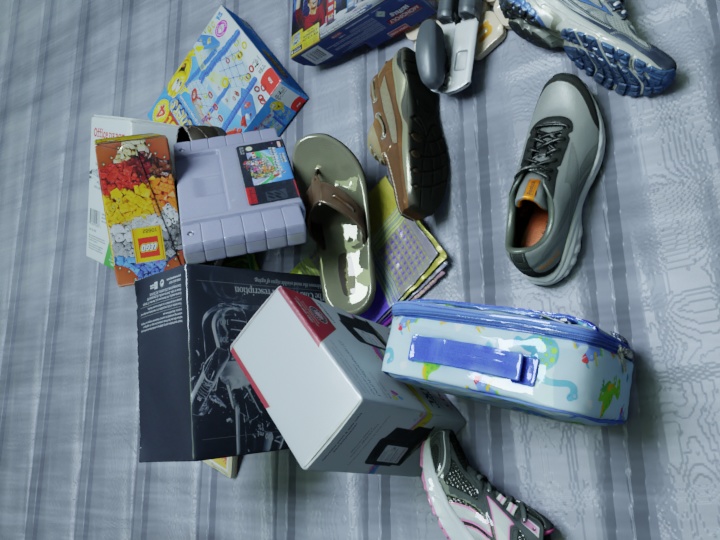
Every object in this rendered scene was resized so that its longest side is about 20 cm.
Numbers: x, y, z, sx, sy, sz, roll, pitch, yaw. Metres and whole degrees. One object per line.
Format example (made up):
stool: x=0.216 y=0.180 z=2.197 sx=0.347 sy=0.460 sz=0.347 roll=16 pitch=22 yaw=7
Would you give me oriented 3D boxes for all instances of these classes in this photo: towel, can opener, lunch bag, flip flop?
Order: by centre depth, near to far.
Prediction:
lunch bag: x=0.126 y=0.078 z=0.636 sx=0.197 sy=0.159 sz=0.085 roll=6 pitch=81 yaw=38
flip flop: x=-0.029 y=-0.051 z=0.790 sx=0.079 sy=0.057 sz=0.205 roll=-11 pitch=84 yaw=15
can opener: x=0.100 y=-0.291 z=0.793 sx=0.052 sy=0.066 sz=0.205 roll=2 pitch=82 yaw=38
towel: x=0.000 y=0.000 z=0.839 sx=0.199 sy=0.023 sz=0.145 roll=-42 pitch=58 yaw=21

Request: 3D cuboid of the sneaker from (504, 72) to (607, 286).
sneaker: x=0.180 y=-0.091 z=0.692 sx=0.073 sy=0.079 sz=0.205 roll=4 pitch=80 yaw=39

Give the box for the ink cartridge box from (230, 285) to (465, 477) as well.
ink cartridge box: x=-0.007 y=0.111 z=0.705 sx=0.083 sy=0.199 sz=0.146 roll=-49 pitch=55 yaw=12

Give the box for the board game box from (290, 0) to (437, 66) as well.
board game box: x=0.001 y=-0.375 z=0.903 sx=0.197 sy=0.061 sz=0.205 roll=-15 pitch=67 yaw=43

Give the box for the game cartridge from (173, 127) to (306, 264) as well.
game cartridge: x=-0.132 y=-0.089 z=0.788 sx=0.127 sy=0.039 sz=0.202 roll=-14 pitch=41 yaw=-7

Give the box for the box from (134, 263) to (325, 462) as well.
box: x=-0.127 y=0.099 z=0.781 sx=0.103 sy=0.197 sz=0.187 roll=-12 pitch=78 yaw=41

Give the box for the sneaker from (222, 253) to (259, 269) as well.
sneaker: x=-0.171 y=0.007 z=0.928 sx=0.074 sy=0.083 sz=0.201 roll=-48 pitch=54 yaw=17

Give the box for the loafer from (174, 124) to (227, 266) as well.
loafer: x=-0.204 y=-0.085 z=0.891 sx=0.072 sy=0.070 sz=0.205 roll=-21 pitch=65 yaw=39

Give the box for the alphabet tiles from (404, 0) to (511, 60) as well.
alphabet tiles: x=0.123 y=-0.337 z=0.837 sx=0.195 sy=0.014 sz=0.203 roll=-40 pitch=58 yaw=26

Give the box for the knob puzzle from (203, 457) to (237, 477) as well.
knob puzzle: x=-0.219 y=0.137 z=0.918 sx=0.216 sy=0.030 sz=0.226 roll=11 pitch=106 yaw=41

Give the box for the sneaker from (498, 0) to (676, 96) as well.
sneaker: x=0.224 y=-0.244 z=0.701 sx=0.085 sy=0.077 sz=0.200 roll=-48 pitch=60 yaw=3

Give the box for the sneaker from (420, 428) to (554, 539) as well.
sneaker: x=0.128 y=0.232 z=0.661 sx=0.085 sy=0.080 sz=0.203 roll=-32 pitch=68 yaw=12

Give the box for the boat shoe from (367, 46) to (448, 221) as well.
boat shoe: x=0.047 y=-0.146 z=0.816 sx=0.073 sy=0.075 sz=0.205 roll=-21 pitch=59 yaw=37

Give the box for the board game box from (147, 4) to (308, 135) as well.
board game box: x=-0.191 y=-0.228 z=1.021 sx=0.197 sy=0.055 sz=0.201 roll=-49 pitch=55 yaw=16

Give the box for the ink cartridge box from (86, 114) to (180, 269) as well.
ink cartridge box: x=-0.316 y=-0.108 z=1.025 sx=0.145 sy=0.082 sz=0.205 roll=18 pitch=106 yaw=48

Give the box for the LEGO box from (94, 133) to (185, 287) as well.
LEGO box: x=-0.260 y=-0.079 z=0.858 sx=0.200 sy=0.075 sz=0.153 roll=-153 pitch=55 yaw=-68
